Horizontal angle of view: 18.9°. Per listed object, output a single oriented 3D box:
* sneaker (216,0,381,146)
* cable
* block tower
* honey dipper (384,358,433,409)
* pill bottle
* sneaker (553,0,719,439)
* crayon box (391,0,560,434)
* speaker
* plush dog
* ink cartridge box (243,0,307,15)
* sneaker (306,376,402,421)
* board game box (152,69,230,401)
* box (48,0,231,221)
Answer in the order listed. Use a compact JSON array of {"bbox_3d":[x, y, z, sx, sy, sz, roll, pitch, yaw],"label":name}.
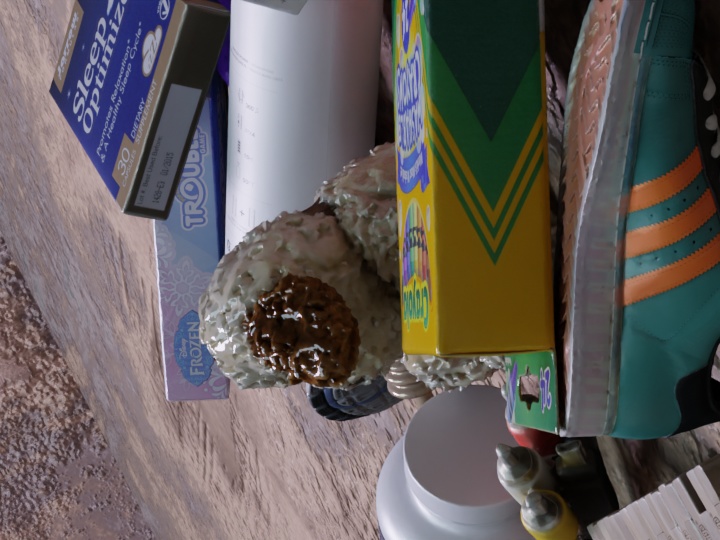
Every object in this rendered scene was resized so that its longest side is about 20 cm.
[{"bbox_3d":[-0.027,-0.089,1.221,0.100,0.069,0.201,49,167,42],"label":"sneaker"},{"bbox_3d":[0.109,0.127,1.098,0.200,0.050,0.098,65,-166,-48],"label":"cable"},{"bbox_3d":[0.155,0.112,0.950,0.058,0.054,0.200,62,164,11],"label":"block tower"},{"bbox_3d":[0.050,0.112,1.345,0.038,0.038,0.201,40,154,57],"label":"honey dipper"},{"bbox_3d":[0.067,0.153,1.204,0.113,0.112,0.201,54,162,34],"label":"pill bottle"},{"bbox_3d":[0.120,-0.027,0.838,0.072,0.079,0.201,-99,10,-63],"label":"sneaker"},{"bbox_3d":[0.046,-0.033,0.910,0.126,0.051,0.202,159,109,-84],"label":"crayon box"},{"bbox_3d":[-0.031,-0.075,1.136,0.081,0.081,0.201,47,143,47],"label":"speaker"},{"bbox_3d":[0.000,0.000,1.061,0.161,0.171,0.200,64,166,0],"label":"plush dog"},{"bbox_3d":[-0.068,-0.196,1.011,0.173,0.044,0.200,11,-144,-49],"label":"ink cartridge box"},{"bbox_3d":[-0.022,0.023,1.356,0.200,0.074,0.087,57,-167,-48],"label":"sneaker"},{"bbox_3d":[-0.103,-0.056,1.345,0.199,0.043,0.201,-91,0,-61],"label":"board game box"},{"bbox_3d":[-0.131,-0.126,1.206,0.200,0.032,0.122,53,129,56],"label":"box"}]
